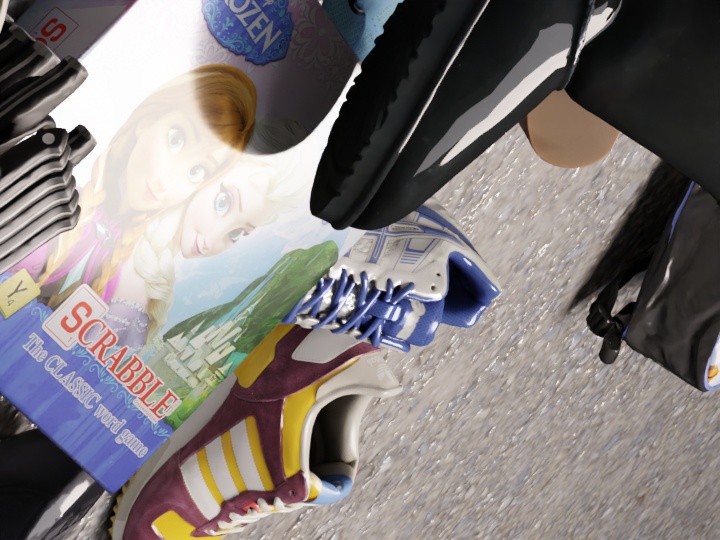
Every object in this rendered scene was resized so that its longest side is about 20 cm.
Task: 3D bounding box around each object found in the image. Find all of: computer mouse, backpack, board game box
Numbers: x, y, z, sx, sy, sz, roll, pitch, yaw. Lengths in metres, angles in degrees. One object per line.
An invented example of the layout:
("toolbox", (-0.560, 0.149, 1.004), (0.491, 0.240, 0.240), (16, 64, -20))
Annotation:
("computer mouse", (-0.186, 0.139, 1.224), (0.200, 0.053, 0.138), (-50, 174, 12))
("backpack", (0.271, -0.016, 1.761), (0.200, 0.154, 0.190), (-61, 167, 24))
("board game box", (-0.085, -0.032, 1.069), (0.200, 0.041, 0.200), (-47, 143, -6))

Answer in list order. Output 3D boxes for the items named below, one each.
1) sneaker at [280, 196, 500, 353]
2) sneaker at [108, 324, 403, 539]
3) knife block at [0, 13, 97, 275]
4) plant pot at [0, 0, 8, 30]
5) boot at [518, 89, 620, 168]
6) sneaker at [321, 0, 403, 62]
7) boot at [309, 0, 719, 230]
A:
("sneaker", (0.000, 0.000, 1.311), (0.200, 0.088, 0.075), (-15, 143, -54))
("sneaker", (-0.056, 0.106, 1.380), (0.075, 0.090, 0.200), (-17, 144, -55))
("knife block", (-0.194, -0.029, 0.927), (0.200, 0.176, 0.064), (0, 149, 0))
("plant pot", (-0.207, -0.074, 0.688), (0.200, 0.134, 0.200), (-40, 157, -21))
("boot", (0.090, -0.160, 1.144), (0.077, 0.155, 0.200), (-3, 122, -6))
("sneaker", (0.001, -0.152, 1.095), (0.090, 0.078, 0.200), (-15, 143, -25))
("boot", (0.092, -0.072, 1.058), (0.198, 0.162, 0.073), (-59, -163, 14))
